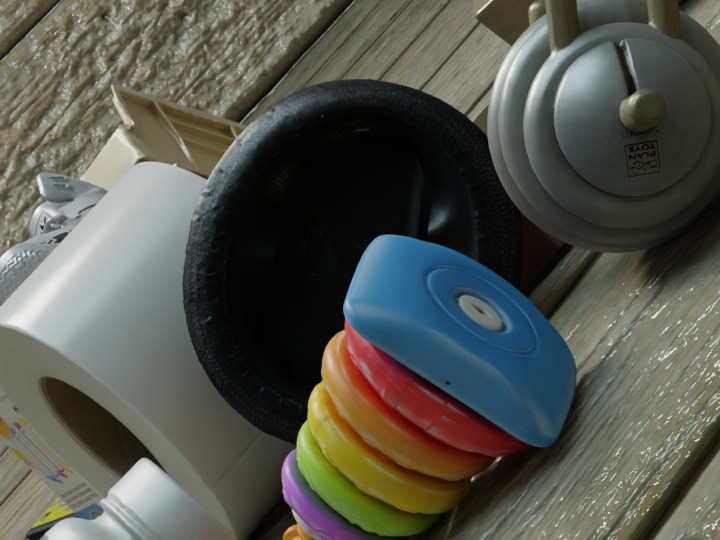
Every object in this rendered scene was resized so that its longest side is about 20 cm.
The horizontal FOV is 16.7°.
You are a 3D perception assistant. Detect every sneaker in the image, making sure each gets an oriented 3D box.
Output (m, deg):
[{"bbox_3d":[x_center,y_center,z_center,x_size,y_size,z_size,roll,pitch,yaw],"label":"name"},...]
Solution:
[{"bbox_3d":[-0.193,-0.009,1.592,0.200,0.115,0.075,-6,-63,-57],"label":"sneaker"}]

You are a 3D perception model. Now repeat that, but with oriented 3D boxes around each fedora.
[{"bbox_3d":[0.000,0.000,1.339,0.201,0.201,0.092,-45,-9,2],"label":"fedora"}]

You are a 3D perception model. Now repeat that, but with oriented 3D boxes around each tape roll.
[{"bbox_3d":[-0.108,0.054,1.459,0.139,0.203,0.203,-49,9,-22],"label":"tape roll"}]

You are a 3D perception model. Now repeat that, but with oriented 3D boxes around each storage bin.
[{"bbox_3d":[-0.170,-0.023,1.893,0.198,0.094,0.200,15,-60,-50],"label":"storage bin"}]

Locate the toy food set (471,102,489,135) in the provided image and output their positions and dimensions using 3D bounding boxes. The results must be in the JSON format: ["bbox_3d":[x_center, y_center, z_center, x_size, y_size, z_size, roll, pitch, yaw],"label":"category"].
[{"bbox_3d":[0.019,-0.040,1.767,0.144,0.060,0.200,-50,10,-28],"label":"toy food set"}]

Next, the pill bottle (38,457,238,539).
[{"bbox_3d":[-0.144,0.199,1.244,0.200,0.113,0.113,-47,9,-9],"label":"pill bottle"}]

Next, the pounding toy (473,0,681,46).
[{"bbox_3d":[0.167,-0.229,1.761,0.200,0.142,0.185,-41,29,30],"label":"pounding toy"}]

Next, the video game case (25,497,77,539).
[{"bbox_3d":[-0.174,0.143,1.952,0.181,0.026,0.200,-49,10,-25],"label":"video game case"}]

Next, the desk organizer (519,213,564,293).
[{"bbox_3d":[0.051,-0.013,1.454,0.077,0.072,0.200,-49,9,-11],"label":"desk organizer"}]

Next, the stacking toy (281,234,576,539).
[{"bbox_3d":[0.005,0.094,1.146,0.200,0.116,0.110,-57,3,23],"label":"stacking toy"}]

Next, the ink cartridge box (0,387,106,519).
[{"bbox_3d":[-0.186,0.075,1.731,0.125,0.200,0.128,-50,10,-31],"label":"ink cartridge box"}]

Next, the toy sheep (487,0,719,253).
[{"bbox_3d":[0.123,-0.075,1.189,0.138,0.138,0.200,-45,-3,2],"label":"toy sheep"}]
